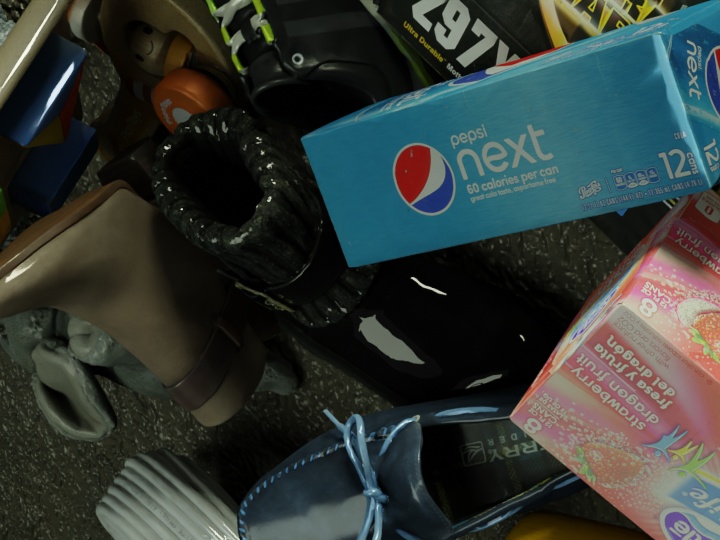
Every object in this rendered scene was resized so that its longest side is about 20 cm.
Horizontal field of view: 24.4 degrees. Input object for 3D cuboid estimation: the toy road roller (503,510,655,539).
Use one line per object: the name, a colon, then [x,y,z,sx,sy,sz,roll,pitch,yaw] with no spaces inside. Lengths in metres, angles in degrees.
toy road roller: [0.098,0.204,0.764,0.123,0.200,0.146,3,128,52]

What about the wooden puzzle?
wooden puzzle: [-0.193,-0.040,0.894,0.046,0.186,0.200,28,160,0]

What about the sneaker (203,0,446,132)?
sneaker: [-0.037,-0.123,0.827,0.200,0.083,0.072,41,138,-7]

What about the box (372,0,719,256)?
box: [0.112,-0.119,0.750,0.200,0.049,0.160,46,137,16]

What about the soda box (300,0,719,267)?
soda box: [0.073,-0.057,0.730,0.200,0.064,0.068,-12,102,42]

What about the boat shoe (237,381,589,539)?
boat shoe: [0.030,0.090,0.784,0.200,0.069,0.084,-25,84,8]

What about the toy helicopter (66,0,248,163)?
toy helicopter: [-0.128,-0.110,0.959,0.132,0.079,0.200,38,151,-3]

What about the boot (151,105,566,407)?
boot: [-0.002,0.002,0.843,0.211,0.080,0.158,18,157,38]

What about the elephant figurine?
elephant figurine: [-0.169,0.030,1.040,0.200,0.141,0.156,-21,81,41]

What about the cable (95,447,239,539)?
cable: [-0.078,0.192,1.018,0.200,0.069,0.200,43,168,14]

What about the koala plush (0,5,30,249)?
koala plush: [-0.289,-0.115,1.064,0.177,0.184,0.200,49,124,13]

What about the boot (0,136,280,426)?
boot: [-0.113,0.021,0.892,0.070,0.200,0.146,-20,108,37]

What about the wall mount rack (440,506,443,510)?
wall mount rack: [0.044,0.168,0.908,0.200,0.075,0.174,31,137,-20]

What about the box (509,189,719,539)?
box: [0.179,0.075,0.710,0.200,0.103,0.095,39,134,1]
